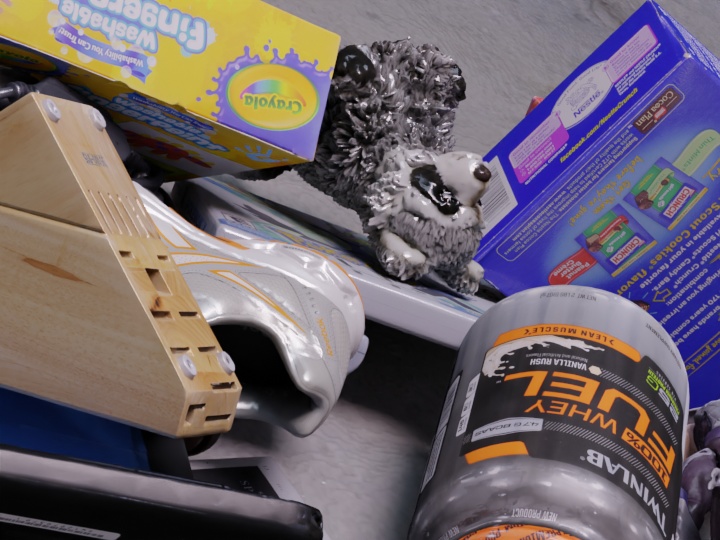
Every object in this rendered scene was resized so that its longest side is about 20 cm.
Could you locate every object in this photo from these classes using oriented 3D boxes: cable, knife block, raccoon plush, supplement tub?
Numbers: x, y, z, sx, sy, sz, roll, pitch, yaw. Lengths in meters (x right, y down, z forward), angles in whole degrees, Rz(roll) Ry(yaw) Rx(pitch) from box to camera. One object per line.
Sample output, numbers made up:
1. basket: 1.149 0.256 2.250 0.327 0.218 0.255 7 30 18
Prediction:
1. cable: -0.183 -0.061 1.094 0.162 0.051 0.200 7 -12 31
2. knife block: -0.167 0.015 0.882 0.201 0.175 0.064 61 14 9
3. raccoon plush: 0.002 -0.038 1.191 0.096 0.200 0.135 1 74 -28
4. supplement tub: 0.089 0.106 1.012 0.122 0.123 0.201 25 34 -4

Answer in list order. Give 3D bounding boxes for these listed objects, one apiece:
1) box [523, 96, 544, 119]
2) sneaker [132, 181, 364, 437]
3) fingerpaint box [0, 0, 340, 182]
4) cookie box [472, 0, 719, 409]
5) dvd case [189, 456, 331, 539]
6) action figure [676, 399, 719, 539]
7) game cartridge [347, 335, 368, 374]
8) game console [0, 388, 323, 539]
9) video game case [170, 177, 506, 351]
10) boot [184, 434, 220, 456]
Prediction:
1. box: 0.186 -0.020 1.339 0.198 0.103 0.095 18 15 -16
2. sneaker: -0.094 0.015 0.924 0.198 0.076 0.092 14 29 -5
3. fingerpaint box: -0.139 -0.113 1.106 0.199 0.074 0.166 20 -13 -32
4. cookie box: 0.175 -0.025 1.217 0.200 0.171 0.075 36 20 -30
5. dvd case: -0.081 0.136 0.870 0.199 0.025 0.150 0 38 -40
6. action figure: 0.197 0.101 1.148 0.070 0.129 0.200 63 26 -15
7. game cartridge: -0.105 0.003 1.059 0.198 0.041 0.133 20 2 -18
8. game console: -0.133 0.058 0.810 0.198 0.176 0.117 12 63 -23
9. video game case: 0.000 0.000 1.172 0.198 0.022 0.182 20 7 -14
10. boot: -0.176 0.064 0.922 0.185 0.065 0.200 21 23 14
